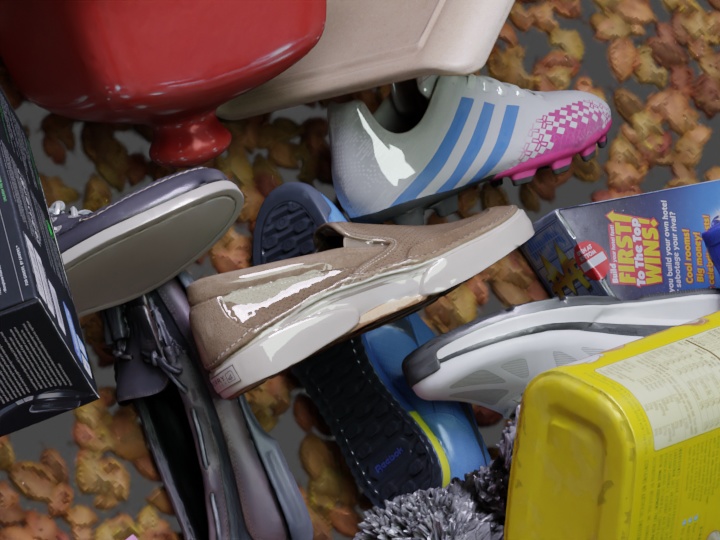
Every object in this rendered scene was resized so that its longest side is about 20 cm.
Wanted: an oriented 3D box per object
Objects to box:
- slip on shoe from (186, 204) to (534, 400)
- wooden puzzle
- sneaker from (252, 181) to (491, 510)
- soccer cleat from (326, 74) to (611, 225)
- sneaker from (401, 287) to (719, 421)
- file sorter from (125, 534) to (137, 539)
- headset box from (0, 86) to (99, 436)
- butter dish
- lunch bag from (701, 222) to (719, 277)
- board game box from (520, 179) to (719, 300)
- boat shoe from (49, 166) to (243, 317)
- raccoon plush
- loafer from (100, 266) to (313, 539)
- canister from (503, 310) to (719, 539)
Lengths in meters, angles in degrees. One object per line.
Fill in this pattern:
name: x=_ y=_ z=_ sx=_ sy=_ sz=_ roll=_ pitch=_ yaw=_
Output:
slip on shoe: x=0.000 y=0.000 z=1.530 sx=0.200 sy=0.076 sz=0.061 roll=-26 pitch=86 yaw=-23
wooden puzzle: x=0.021 y=-0.162 z=1.615 sx=0.037 sy=0.200 sz=0.185 roll=45 pitch=57 yaw=-33
sneaker: x=0.009 y=0.043 z=1.606 sx=0.078 sy=0.066 sz=0.200 roll=-11 pitch=69 yaw=-53
soccer cleat: x=0.063 y=-0.084 z=1.643 sx=0.200 sy=0.070 sz=0.087 roll=-23 pitch=99 yaw=-41
sneaker: x=0.123 y=0.076 z=1.565 sx=0.200 sy=0.076 sz=0.116 roll=-6 pitch=75 yaw=-26
file sorter: x=-0.113 y=0.249 z=1.433 sx=0.139 sy=0.125 sz=0.200 roll=-37 pitch=89 yaw=-30
headset box: x=-0.245 y=0.009 z=1.407 sx=0.200 sy=0.093 sz=0.174 roll=-22 pitch=53 yaw=1
butter dish: x=-0.103 y=-0.127 z=1.563 sx=0.199 sy=0.200 sz=0.148 roll=-17 pitch=103 yaw=-27
lunch bag: x=0.292 y=0.016 z=1.620 sx=0.200 sy=0.124 sz=0.170 roll=-24 pitch=89 yaw=-34
board game box: x=0.191 y=0.029 z=1.684 sx=0.199 sy=0.062 sz=0.201 roll=4 pitch=72 yaw=-20
boat shoe: x=-0.156 y=-0.010 z=1.503 sx=0.200 sy=0.073 sz=0.063 roll=-28 pitch=64 yaw=5
raccoon plush: x=0.050 y=0.171 z=1.500 sx=0.096 sy=0.200 sz=0.134 roll=6 pitch=49 yaw=-10
loafer: x=-0.095 y=0.069 z=1.541 sx=0.063 sy=0.072 sz=0.200 roll=-27 pitch=87 yaw=-25
canister: x=0.167 y=0.093 z=1.476 sx=0.200 sy=0.086 sz=0.149 roll=-16 pitch=121 yaw=-41
